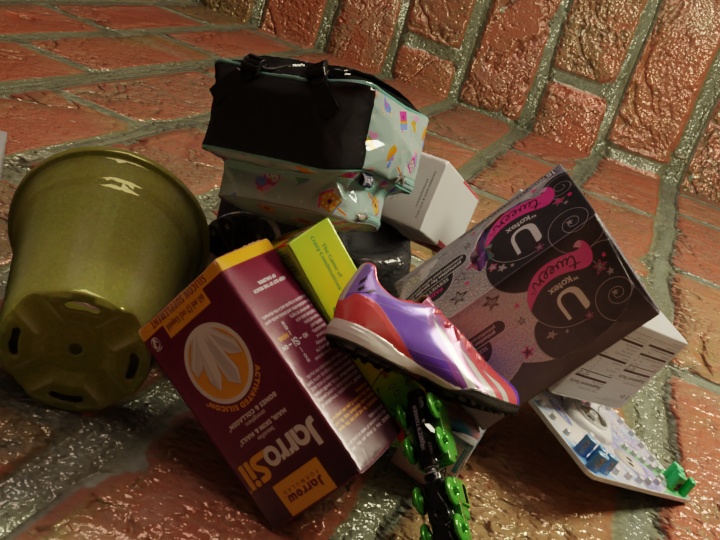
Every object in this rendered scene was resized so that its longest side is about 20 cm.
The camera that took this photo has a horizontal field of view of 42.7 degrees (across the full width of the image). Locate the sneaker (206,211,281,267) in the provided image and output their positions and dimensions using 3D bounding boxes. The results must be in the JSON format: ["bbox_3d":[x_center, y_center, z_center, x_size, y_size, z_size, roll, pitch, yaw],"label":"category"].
[{"bbox_3d":[-0.133,-0.016,0.972,0.072,0.199,0.073,-26,87,-38],"label":"sneaker"}]

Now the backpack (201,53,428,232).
[{"bbox_3d":[-0.032,-0.115,0.870,0.173,0.156,0.199,10,10,27],"label":"backpack"}]

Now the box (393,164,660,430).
[{"bbox_3d":[0.149,0.025,0.855,0.132,0.199,0.115,48,13,-26],"label":"box"}]

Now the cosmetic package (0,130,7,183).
[{"bbox_3d":[-0.337,-0.003,0.769,0.051,0.203,0.151,9,23,-18],"label":"cosmetic package"}]

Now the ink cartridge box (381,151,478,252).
[{"bbox_3d":[0.020,-0.099,1.065,0.198,0.084,0.145,23,-2,24],"label":"ink cartridge box"}]

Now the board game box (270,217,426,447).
[{"bbox_3d":[-0.018,0.059,0.826,0.047,0.202,0.101,-33,9,-26],"label":"board game box"}]

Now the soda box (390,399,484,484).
[{"bbox_3d":[0.101,0.147,0.940,0.063,0.069,0.200,31,24,11],"label":"soda box"}]

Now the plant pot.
[{"bbox_3d":[-0.244,0.018,0.844,0.197,0.202,0.185,13,32,-12],"label":"plant pot"}]

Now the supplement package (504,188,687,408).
[{"bbox_3d":[0.230,0.033,1.015,0.155,0.111,0.201,18,31,-46],"label":"supplement package"}]

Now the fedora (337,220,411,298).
[{"bbox_3d":[0.000,0.000,0.961,0.198,0.092,0.201,24,24,-11],"label":"fedora"}]

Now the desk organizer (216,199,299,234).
[{"bbox_3d":[-0.076,-0.056,1.167,0.197,0.073,0.077,20,20,10],"label":"desk organizer"}]

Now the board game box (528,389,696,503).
[{"bbox_3d":[0.251,0.157,0.999,0.198,0.026,0.201,22,23,-40],"label":"board game box"}]

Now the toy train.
[{"bbox_3d":[0.068,0.191,0.730,0.056,0.041,0.203,40,33,-56],"label":"toy train"}]

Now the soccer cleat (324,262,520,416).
[{"bbox_3d":[0.064,0.064,0.773,0.198,0.074,0.068,27,-13,-25],"label":"soccer cleat"}]

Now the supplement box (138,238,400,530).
[{"bbox_3d":[-0.074,0.092,0.761,0.201,0.110,0.085,54,29,4],"label":"supplement box"}]
